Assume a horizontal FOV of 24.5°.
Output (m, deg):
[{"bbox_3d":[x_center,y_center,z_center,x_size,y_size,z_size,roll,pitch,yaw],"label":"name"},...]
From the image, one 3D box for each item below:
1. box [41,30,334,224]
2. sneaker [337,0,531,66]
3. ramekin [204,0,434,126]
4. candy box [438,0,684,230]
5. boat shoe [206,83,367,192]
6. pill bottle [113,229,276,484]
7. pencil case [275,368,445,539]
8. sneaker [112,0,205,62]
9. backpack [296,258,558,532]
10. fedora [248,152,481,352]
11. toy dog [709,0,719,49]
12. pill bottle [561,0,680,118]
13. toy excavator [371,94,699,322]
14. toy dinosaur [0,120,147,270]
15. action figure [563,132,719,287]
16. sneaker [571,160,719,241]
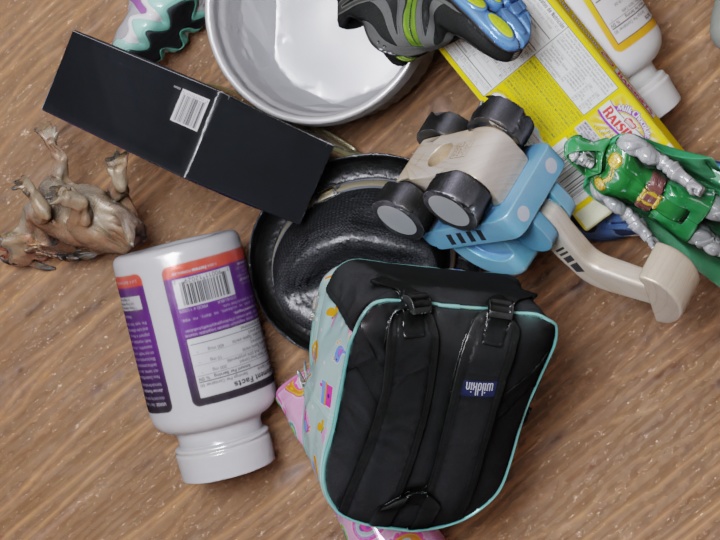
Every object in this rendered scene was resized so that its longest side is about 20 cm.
[{"bbox_3d":[-0.143,-0.118,1.362,0.200,0.141,0.079,26,96,42],"label":"box"},{"bbox_3d":[0.055,-0.196,1.292,0.199,0.071,0.083,26,114,41],"label":"sneaker"},{"bbox_3d":[-0.024,-0.220,1.421,0.200,0.105,0.201,0,89,17],"label":"ramekin"},{"bbox_3d":[0.157,-0.138,1.314,0.102,0.026,0.200,-38,93,26],"label":"candy box"},{"bbox_3d":[-0.071,-0.108,1.465,0.200,0.063,0.073,31,113,20],"label":"boat shoe"},{"bbox_3d":[-0.134,0.074,1.406,0.111,0.111,0.200,-12,95,13],"label":"pill bottle"},{"bbox_3d":[0.002,0.173,1.381,0.087,0.087,0.200,-28,76,9],"label":"pencil case"},{"bbox_3d":[-0.186,-0.289,1.499,0.140,0.078,0.200,39,83,19],"label":"sneaker"},{"bbox_3d":[0.039,0.094,1.281,0.175,0.153,0.200,4,106,-22],"label":"backpack"},{"bbox_3d":[0.000,0.000,1.373,0.200,0.092,0.201,2,106,6],"label":"fedora"},{"bbox_3d":[0.309,-0.292,1.368,0.132,0.096,0.200,-25,75,10],"label":"toy dog"},{"bbox_3d":[0.177,-0.203,1.360,0.113,0.113,0.200,-33,96,8],"label":"pill bottle"},{"bbox_3d":[0.141,-0.035,1.284,0.194,0.200,0.100,-7,46,54],"label":"toy excavator"},{"bbox_3d":[-0.239,-0.043,1.452,0.200,0.136,0.086,18,53,35],"label":"toy dinosaur"},{"bbox_3d":[0.245,-0.050,1.278,0.200,0.055,0.118,28,124,2],"label":"action figure"},{"bbox_3d":[0.241,-0.062,1.357,0.200,0.082,0.074,1,84,16],"label":"sneaker"}]
